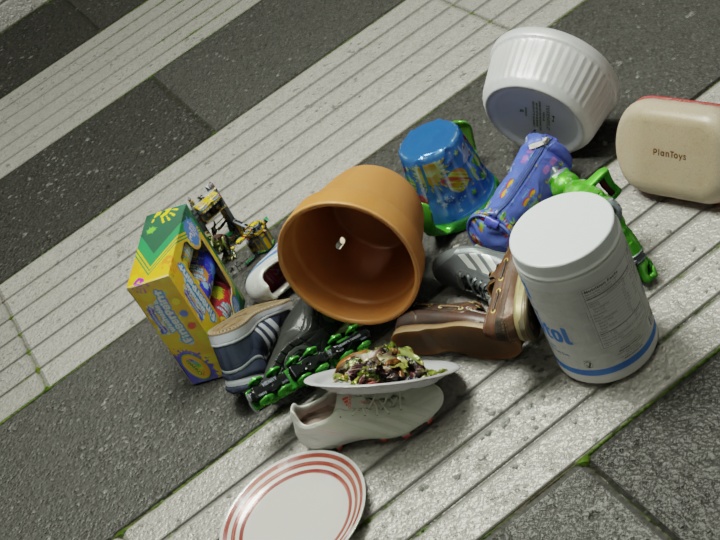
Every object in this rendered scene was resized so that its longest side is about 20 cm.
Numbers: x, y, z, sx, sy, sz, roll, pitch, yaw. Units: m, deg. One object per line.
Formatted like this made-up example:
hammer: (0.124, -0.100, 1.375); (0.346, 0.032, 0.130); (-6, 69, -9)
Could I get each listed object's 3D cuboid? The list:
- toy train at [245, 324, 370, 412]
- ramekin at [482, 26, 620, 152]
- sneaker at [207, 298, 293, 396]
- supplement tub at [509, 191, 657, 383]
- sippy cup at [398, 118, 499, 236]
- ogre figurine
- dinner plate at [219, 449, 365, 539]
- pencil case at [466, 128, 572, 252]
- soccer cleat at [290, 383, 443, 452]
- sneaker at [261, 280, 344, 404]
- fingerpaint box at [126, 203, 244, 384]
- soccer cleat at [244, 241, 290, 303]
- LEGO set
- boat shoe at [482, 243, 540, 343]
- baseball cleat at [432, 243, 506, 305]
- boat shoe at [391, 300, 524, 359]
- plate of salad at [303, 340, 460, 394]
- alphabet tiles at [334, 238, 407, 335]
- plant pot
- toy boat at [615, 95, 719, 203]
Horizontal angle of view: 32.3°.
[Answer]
toy train: (-0.070, 0.132, 1.652); (0.199, 0.057, 0.042); (-27, 68, -27)
ramekin: (0.269, -0.254, 1.816); (0.201, 0.203, 0.095); (6, 59, 40)
sneaker: (-0.146, 0.111, 1.773); (0.069, 0.110, 0.200); (-13, 8, 26)
supplement tub: (0.265, 0.023, 1.463); (0.131, 0.201, 0.133); (-19, 36, 15)
sippy cup: (0.122, -0.145, 1.834); (0.139, 0.131, 0.178); (-27, 36, 4)
ogre figurine: (0.302, -0.066, 1.617); (0.097, 0.120, 0.201); (-23, 35, 8)
dinner plate: (-0.081, 0.303, 1.517); (0.198, 0.024, 0.201); (-18, 37, 14)
pencil case: (0.227, -0.112, 1.758); (0.078, 0.087, 0.201); (24, 59, 23)
soccer cleat: (0.006, 0.177, 1.564); (0.198, 0.078, 0.070); (-18, 36, 16)
sneaker: (-0.084, 0.104, 1.735); (0.090, 0.076, 0.201); (-17, 36, 54)
fingerpaint box: (-0.249, 0.034, 1.814); (0.073, 0.201, 0.168); (-16, 36, 16)
soccer cleat: (-0.095, -0.028, 1.892); (0.201, 0.070, 0.086); (-54, 25, -18)
LEGO set: (-0.249, -0.051, 1.990); (0.199, 0.116, 0.154); (-38, 36, -12)
boat shoe: (0.190, 0.012, 1.552); (0.067, 0.072, 0.201); (-10, 37, 21)
baseball cleat: (0.171, 0.017, 1.652); (0.198, 0.070, 0.107); (-2, 43, 35)
boat shoe: (0.130, 0.069, 1.615); (0.198, 0.071, 0.071); (3, 50, 38)
plate of salad: (0.026, 0.120, 1.564); (0.198, 0.049, 0.200); (-4, 3, 0)
alphabet tiles: (0.000, 0.000, 1.798); (0.194, 0.015, 0.202); (-22, 43, 36)
plant pot: (0.003, -0.048, 1.675); (0.198, 0.201, 0.141); (-7, 35, 28)
toy boat: (0.444, -0.169, 1.669); (0.130, 0.132, 0.199); (-16, 23, -39)
